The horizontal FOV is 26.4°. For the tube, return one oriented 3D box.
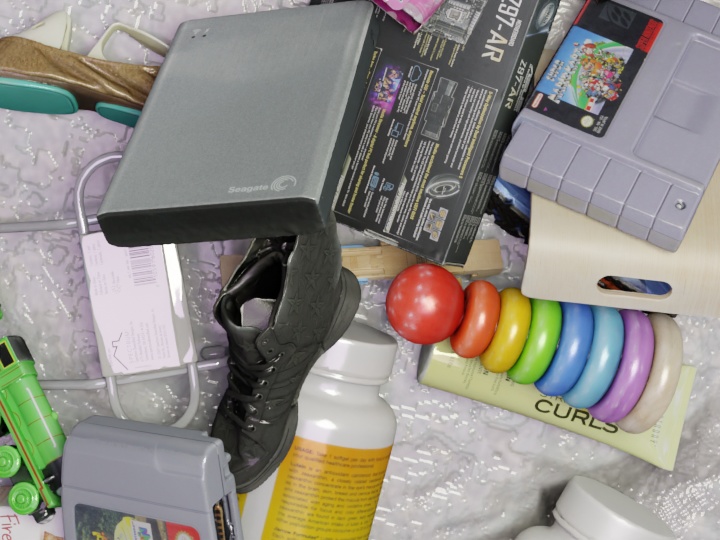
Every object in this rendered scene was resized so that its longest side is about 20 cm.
[{"bbox_3d":[0.141,0.080,1.102,0.199,0.052,0.058,16,127,-7],"label":"tube"}]

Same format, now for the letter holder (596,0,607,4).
[{"bbox_3d":[0.240,-0.276,1.000,0.199,0.101,0.143,-19,96,-13],"label":"letter holder"}]

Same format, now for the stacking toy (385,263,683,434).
[{"bbox_3d":[0.113,0.043,1.035,0.199,0.085,0.086,18,98,-11],"label":"stacking toy"}]

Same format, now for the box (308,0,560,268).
[{"bbox_3d":[0.028,-0.123,1.037,0.159,0.043,0.201,22,97,23],"label":"box"}]

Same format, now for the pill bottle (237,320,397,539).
[{"bbox_3d":[-0.037,0.135,1.075,0.110,0.111,0.202,14,98,-2],"label":"pill bottle"}]

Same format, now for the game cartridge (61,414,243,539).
[{"bbox_3d":[-0.136,0.198,1.028,0.132,0.041,0.202,6,112,34],"label":"game cartridge"}]

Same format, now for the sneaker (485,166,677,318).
[{"bbox_3d":[0.153,-0.047,1.078,0.199,0.075,0.079,33,81,-7],"label":"sneaker"}]

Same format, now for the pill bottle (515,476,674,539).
[{"bbox_3d":[0.138,0.253,1.086,0.110,0.111,0.201,27,97,-4],"label":"pill bottle"}]

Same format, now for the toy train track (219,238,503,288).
[{"bbox_3d":[0.000,0.000,1.084,0.198,0.033,0.116,-3,68,-9],"label":"toy train track"}]

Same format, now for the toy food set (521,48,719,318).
[{"bbox_3d":[0.180,-0.064,1.028,0.142,0.061,0.201,6,55,-1],"label":"toy food set"}]

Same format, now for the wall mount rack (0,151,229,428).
[{"bbox_3d":[-0.182,0.019,1.081,0.172,0.075,0.202,-9,97,-2],"label":"wall mount rack"}]

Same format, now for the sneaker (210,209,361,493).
[{"bbox_3d":[-0.064,0.045,0.979,0.060,0.104,0.201,30,92,33],"label":"sneaker"}]

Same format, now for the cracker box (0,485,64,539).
[{"bbox_3d":[-0.220,0.226,1.115,0.198,0.058,0.135,-3,99,0],"label":"cracker box"}]

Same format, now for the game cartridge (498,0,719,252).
[{"bbox_3d":[0.183,-0.113,1.005,0.129,0.038,0.201,26,55,9],"label":"game cartridge"}]

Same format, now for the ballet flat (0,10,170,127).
[{"bbox_3d":[-0.187,-0.139,1.063,0.198,0.068,0.073,10,77,-3],"label":"ballet flat"}]

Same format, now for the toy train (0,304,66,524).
[{"bbox_3d":[-0.251,0.080,1.073,0.056,0.042,0.201,-31,80,6],"label":"toy train"}]

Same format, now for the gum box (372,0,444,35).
[{"bbox_3d":[0.003,-0.255,0.997,0.200,0.066,0.114,42,95,23],"label":"gum box"}]

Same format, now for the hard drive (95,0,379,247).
[{"bbox_3d":[-0.071,-0.094,0.961,0.138,0.201,0.033,-4,132,16],"label":"hard drive"}]
